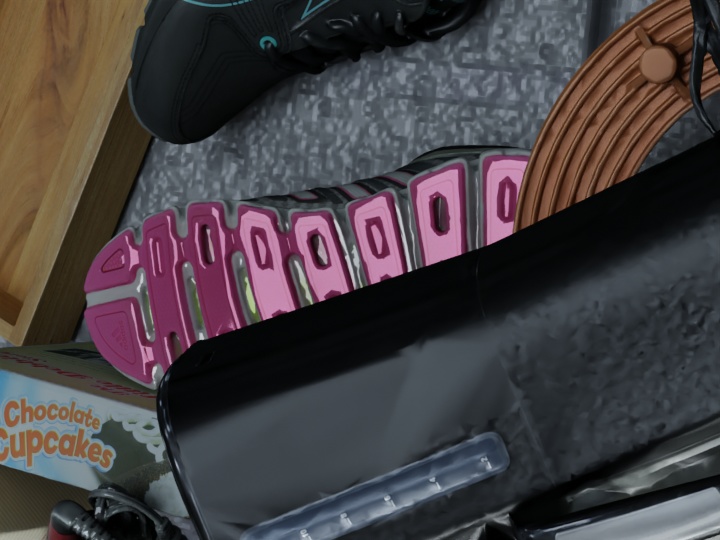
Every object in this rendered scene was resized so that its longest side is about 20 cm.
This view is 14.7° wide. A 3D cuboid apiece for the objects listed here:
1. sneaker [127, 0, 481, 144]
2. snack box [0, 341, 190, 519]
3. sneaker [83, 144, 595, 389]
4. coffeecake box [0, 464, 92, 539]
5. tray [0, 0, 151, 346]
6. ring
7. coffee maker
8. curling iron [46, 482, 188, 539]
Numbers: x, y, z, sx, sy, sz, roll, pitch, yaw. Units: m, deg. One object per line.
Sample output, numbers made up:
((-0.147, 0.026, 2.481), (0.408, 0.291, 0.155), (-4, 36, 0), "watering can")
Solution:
((-0.007, -0.107, 1.009), (0.200, 0.075, 0.079), (-45, 72, 24), "sneaker")
((-0.049, 0.063, 1.013), (0.200, 0.116, 0.037), (13, 97, 30), "snack box")
((0.000, 0.000, 0.995), (0.200, 0.087, 0.074), (-14, 89, 20), "sneaker")
((-0.206, 0.146, 1.088), (0.073, 0.153, 0.200), (47, 113, 22), "coffeecake box")
((-0.124, -0.081, 1.102), (0.099, 0.037, 0.200), (31, 106, 27), "tray")
((0.144, 0.000, 0.894), (0.200, 0.019, 0.201), (2, 96, 16), "ring")
((0.046, 0.029, 0.851), (0.200, 0.135, 0.192), (-21, 72, 9), "coffee maker")
((-0.099, 0.114, 1.024), (0.050, 0.200, 0.026), (31, 68, -2), "curling iron")
